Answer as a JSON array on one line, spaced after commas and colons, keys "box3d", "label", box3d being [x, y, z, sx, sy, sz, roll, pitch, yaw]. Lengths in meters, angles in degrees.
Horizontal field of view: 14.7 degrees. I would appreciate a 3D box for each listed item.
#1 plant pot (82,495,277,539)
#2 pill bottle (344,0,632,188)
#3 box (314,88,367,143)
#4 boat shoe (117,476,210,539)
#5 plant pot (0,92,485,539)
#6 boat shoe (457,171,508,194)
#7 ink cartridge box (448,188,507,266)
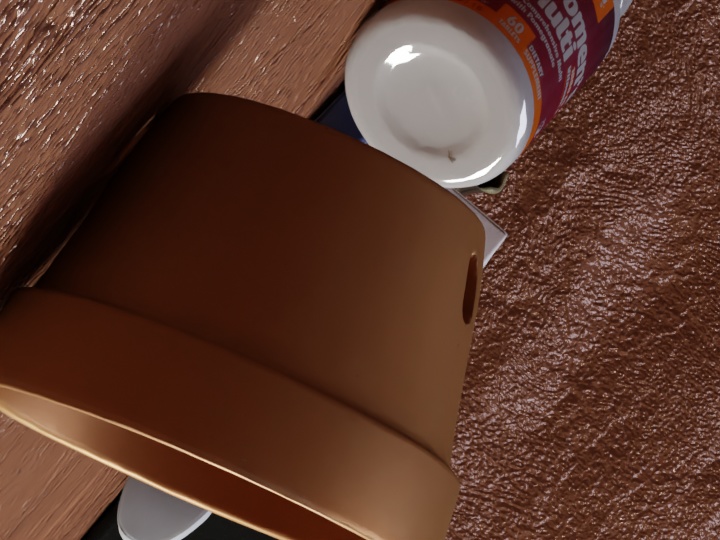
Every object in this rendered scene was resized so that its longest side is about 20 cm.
[{"box3d": [-0.149, 0.270, 2.327, 0.178, 0.199, 0.200, -61, 178, -8], "label": "plant pot"}, {"box3d": [0.079, -0.135, 1.548, 0.110, 0.109, 0.200, -54, 176, 39], "label": "pill bottle"}, {"box3d": [-0.011, -0.077, 1.654, 0.200, 0.032, 0.121, -48, 176, -35], "label": "box"}, {"box3d": [-0.129, 0.154, 2.238, 0.068, 0.073, 0.200, 98, 19, -56], "label": "boat shoe"}, {"box3d": [-0.038, 0.021, 1.104, 0.200, 0.199, 0.141, 110, 3, -81], "label": "plant pot"}, {"box3d": [0.101, -0.095, 2.654, 0.075, 0.075, 0.202, -49, 176, -34], "label": "boat shoe"}, {"box3d": [0.000, 0.000, 1.823, 0.129, 0.125, 0.200, -50, 177, -14], "label": "ink cartridge box"}]
